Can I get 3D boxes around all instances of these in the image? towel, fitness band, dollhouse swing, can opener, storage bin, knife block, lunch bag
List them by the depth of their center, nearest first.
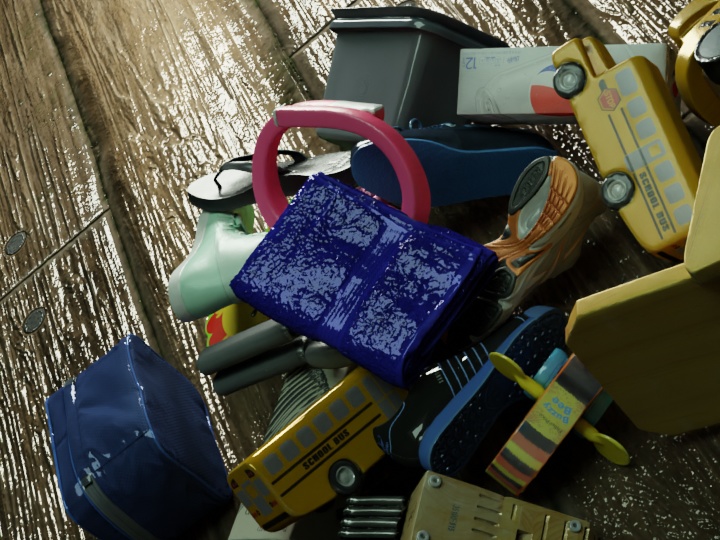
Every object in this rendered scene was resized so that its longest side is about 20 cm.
[{"bbox_3d":[0.271,0.004,1.154,0.175,0.200,0.183,-8,51,37],"label":"dollhouse swing"},{"bbox_3d":[0.073,0.234,1.252,0.198,0.176,0.064,17,60,-1],"label":"knife block"},{"bbox_3d":[0.000,0.000,1.330,0.199,0.050,0.148,25,65,30],"label":"towel"},{"bbox_3d":[-0.067,0.069,1.399,0.199,0.053,0.067,-20,24,33],"label":"can opener"},{"bbox_3d":[-0.022,-0.082,1.426,0.199,0.145,0.037,8,23,38],"label":"fitness band"},{"bbox_3d":[-0.226,0.171,1.499,0.132,0.136,0.201,-37,38,9],"label":"lunch bag"},{"bbox_3d":[0.047,-0.180,1.574,0.199,0.145,0.136,16,89,57],"label":"storage bin"}]

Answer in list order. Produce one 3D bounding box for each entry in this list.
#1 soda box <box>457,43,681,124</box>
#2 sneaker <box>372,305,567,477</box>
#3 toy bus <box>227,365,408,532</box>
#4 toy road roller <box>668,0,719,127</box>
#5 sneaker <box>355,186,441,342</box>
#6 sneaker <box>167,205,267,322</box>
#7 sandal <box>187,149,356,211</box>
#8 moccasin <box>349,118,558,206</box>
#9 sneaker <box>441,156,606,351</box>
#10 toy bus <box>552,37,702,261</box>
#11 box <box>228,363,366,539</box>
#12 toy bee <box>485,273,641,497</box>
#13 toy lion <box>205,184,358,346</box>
[{"bbox_3d":[0.192,-0.170,1.428,0.198,0.068,0.064,2,87,24],"label":"soda box"},{"bbox_3d":[0.092,0.092,1.305,0.077,0.071,0.200,16,46,42],"label":"sneaker"},{"bbox_3d":[-0.014,0.142,1.320,0.200,0.079,0.065,-38,-2,-33],"label":"toy bus"},{"bbox_3d":[0.355,-0.211,1.334,0.200,0.123,0.146,-45,28,1],"label":"toy road roller"},{"bbox_3d":[0.034,-0.003,1.468,0.096,0.079,0.200,-54,46,13],"label":"sneaker"},{"bbox_3d":[-0.107,-0.021,1.547,0.117,0.074,0.201,-13,28,20],"label":"sneaker"},{"bbox_3d":[-0.085,-0.102,1.555,0.198,0.043,0.076,-8,25,26],"label":"sandal"},{"bbox_3d":[0.086,-0.101,1.471,0.198,0.081,0.068,3,29,-9],"label":"moccasin"},{"bbox_3d":[0.147,-0.004,1.358,0.201,0.092,0.076,-52,52,21],"label":"sneaker"},{"bbox_3d":[0.234,-0.108,1.313,0.078,0.065,0.202,-29,70,23],"label":"toy bus"},{"bbox_3d":[-0.041,0.168,1.391,0.082,0.068,0.201,-9,50,39],"label":"box"},{"bbox_3d":[0.164,0.088,1.231,0.130,0.109,0.202,16,88,8],"label":"toy bee"},{"bbox_3d":[-0.077,0.005,1.581,0.191,0.069,0.202,-18,46,41],"label":"toy lion"}]
